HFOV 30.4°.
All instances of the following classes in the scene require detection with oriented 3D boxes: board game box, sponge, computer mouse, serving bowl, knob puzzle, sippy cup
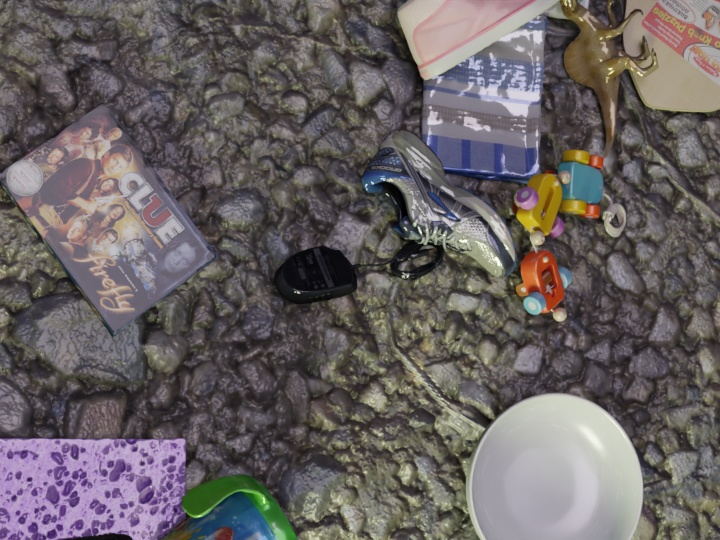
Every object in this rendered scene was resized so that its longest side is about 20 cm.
[{"bbox_3d":[-0.260,-0.053,1.364,0.135,0.035,0.201,-38,93,-17],"label":"board game box"},{"bbox_3d":[-0.275,0.223,1.323,0.198,0.030,0.113,2,83,-15],"label":"sponge"},{"bbox_3d":[0.000,0.000,1.430,0.199,0.034,0.059,-9,60,-20],"label":"computer mouse"},{"bbox_3d":[0.202,0.234,1.429,0.198,0.066,0.202,2,82,-14],"label":"serving bowl"},{"bbox_3d":[0.395,-0.272,1.566,0.218,0.030,0.222,0,83,-1],"label":"knob puzzle"},{"bbox_3d":[-0.138,0.288,1.285,0.130,0.139,0.179,-25,96,-26],"label":"sippy cup"}]

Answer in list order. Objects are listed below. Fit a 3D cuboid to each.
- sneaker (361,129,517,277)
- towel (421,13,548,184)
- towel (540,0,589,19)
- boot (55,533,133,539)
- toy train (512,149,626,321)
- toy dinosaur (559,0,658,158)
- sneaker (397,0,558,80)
[{"bbox_3d":[0.080,-0.054,1.431,0.200,0.077,0.085,43,66,4],"label":"sneaker"},{"bbox_3d":[0.141,-0.203,1.496,0.146,0.024,0.202,6,81,-13],"label":"towel"},{"bbox_3d":[0.174,-0.374,1.526,0.198,0.031,0.150,7,80,-13],"label":"towel"},{"bbox_3d":[-0.290,0.364,1.273,0.180,0.073,0.202,-2,98,-13],"label":"boot"},{"bbox_3d":[0.215,-0.045,1.464,0.200,0.055,0.151,-43,120,-38],"label":"toy train"},{"bbox_3d":[0.288,-0.238,1.529,0.100,0.058,0.201,-17,97,7],"label":"toy dinosaur"},{"bbox_3d":[0.131,-0.301,1.454,0.199,0.075,0.105,-31,96,-9],"label":"sneaker"}]
